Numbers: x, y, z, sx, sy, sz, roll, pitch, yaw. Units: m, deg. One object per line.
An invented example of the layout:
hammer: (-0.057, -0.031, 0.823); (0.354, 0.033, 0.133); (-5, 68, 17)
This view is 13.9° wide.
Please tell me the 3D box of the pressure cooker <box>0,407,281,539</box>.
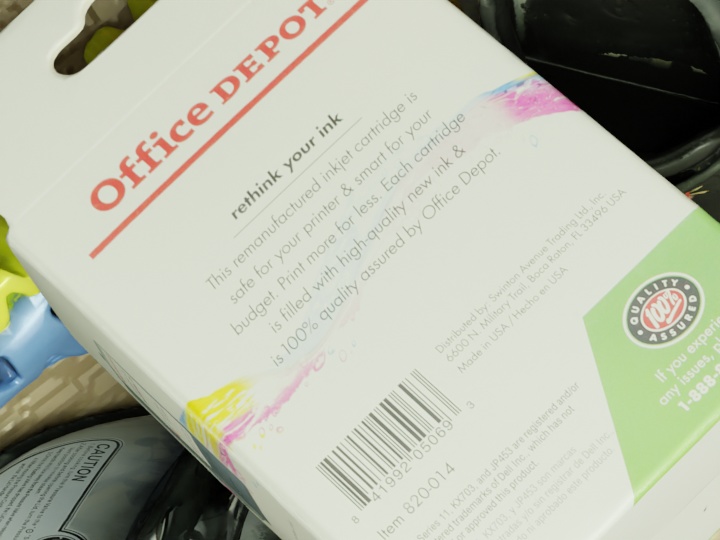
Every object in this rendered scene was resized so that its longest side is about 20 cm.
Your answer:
pressure cooker: (-0.038, 0.127, 0.814); (0.179, 0.176, 0.200); (-12, 123, -26)

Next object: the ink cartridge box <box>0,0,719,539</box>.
ink cartridge box: (0.000, 0.000, 0.706); (0.117, 0.200, 0.067); (-43, 155, -9)

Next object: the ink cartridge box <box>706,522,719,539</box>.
ink cartridge box: (0.093, 0.059, 0.831); (0.165, 0.200, 0.075); (33, 96, -37)

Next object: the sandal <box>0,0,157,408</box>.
sandal: (-0.059, -0.011, 0.788); (0.200, 0.079, 0.087); (-45, 120, 2)

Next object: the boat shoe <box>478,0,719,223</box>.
boat shoe: (0.067, -0.048, 0.742); (0.201, 0.074, 0.063); (72, 30, -60)

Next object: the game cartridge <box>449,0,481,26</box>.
game cartridge: (0.081, -0.092, 0.747); (0.200, 0.176, 0.032); (57, 40, -55)
